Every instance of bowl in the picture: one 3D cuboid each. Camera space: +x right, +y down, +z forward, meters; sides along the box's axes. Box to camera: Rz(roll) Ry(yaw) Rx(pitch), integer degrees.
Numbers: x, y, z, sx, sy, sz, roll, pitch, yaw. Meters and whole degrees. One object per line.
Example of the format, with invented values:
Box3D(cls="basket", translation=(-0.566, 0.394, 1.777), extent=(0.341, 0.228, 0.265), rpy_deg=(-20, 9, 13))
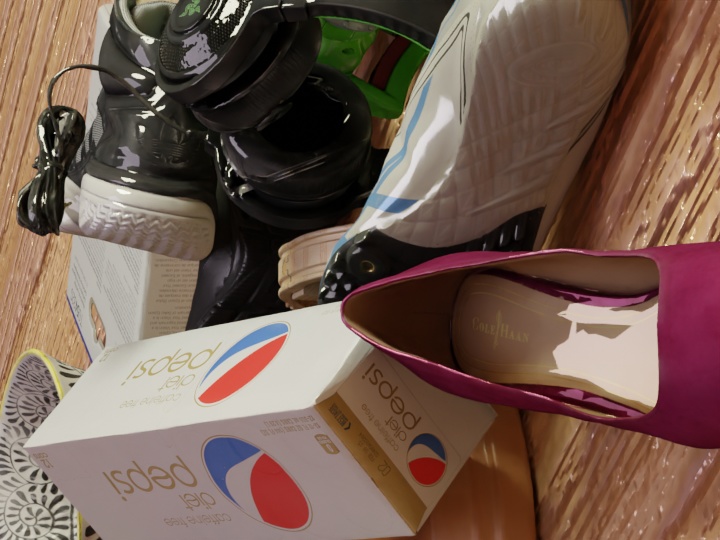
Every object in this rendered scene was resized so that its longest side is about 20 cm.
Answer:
Box3D(cls="bowl", translation=(-0.140, 0.144, 1.422), extent=(0.201, 0.094, 0.202), rpy_deg=(-179, 90, -69))

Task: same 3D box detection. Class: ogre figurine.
Box3D(cls="ogre figurine", translation=(-0.008, -0.131, 1.094), extent=(0.200, 0.098, 0.121), rpy_deg=(-23, 46, 52))

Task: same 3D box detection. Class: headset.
Box3D(cls="headset", translation=(-0.042, -0.059, 1.014), extent=(0.124, 0.199, 0.094), rpy_deg=(60, -145, -47))

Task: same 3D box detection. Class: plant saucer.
Box3D(cls="plant saucer", translation=(0.019, 0.121, 1.045), extent=(0.200, 0.037, 0.202), rpy_deg=(-176, 90, -72))

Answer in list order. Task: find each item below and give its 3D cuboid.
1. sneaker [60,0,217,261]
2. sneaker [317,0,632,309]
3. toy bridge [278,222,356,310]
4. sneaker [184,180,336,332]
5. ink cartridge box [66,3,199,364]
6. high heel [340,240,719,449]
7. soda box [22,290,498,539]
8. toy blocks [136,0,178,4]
Box3D(cls="sneaker", translation=(-0.097, -0.067, 1.189), extent=(0.200, 0.075, 0.115), rpy_deg=(-170, 94, -76))
Box3D(cls="sneaker", translation=(0.043, -0.043, 0.939), extent=(0.200, 0.072, 0.073), rpy_deg=(-60, 8, 33))
Box3D(cls="toy bridge", translation=(0.000, 0.000, 1.075), extent=(0.200, 0.067, 0.027), rpy_deg=(154, 117, -69))
Box3D(cls="sneaker", translation=(-0.047, 0.002, 1.234), extent=(0.091, 0.075, 0.201), rpy_deg=(-127, 51, -75))
Box3D(cls="ink cartridge box", translation=(-0.133, -0.034, 1.526), extent=(0.197, 0.043, 0.201), rpy_deg=(-123, 37, -60))
Box3D(cls="high heel", translation=(0.065, 0.023, 0.825), extent=(0.200, 0.096, 0.068), rpy_deg=(167, 106, -71))
Box3D(cls="soda box", translation=(-0.043, 0.063, 0.989), extent=(0.199, 0.068, 0.064), rpy_deg=(-12, 33, 50))
Box3D(cls="toy blocks", translation=(-0.072, -0.198, 1.316), extent=(0.137, 0.099, 0.201), rpy_deg=(-57, 33, 35))
